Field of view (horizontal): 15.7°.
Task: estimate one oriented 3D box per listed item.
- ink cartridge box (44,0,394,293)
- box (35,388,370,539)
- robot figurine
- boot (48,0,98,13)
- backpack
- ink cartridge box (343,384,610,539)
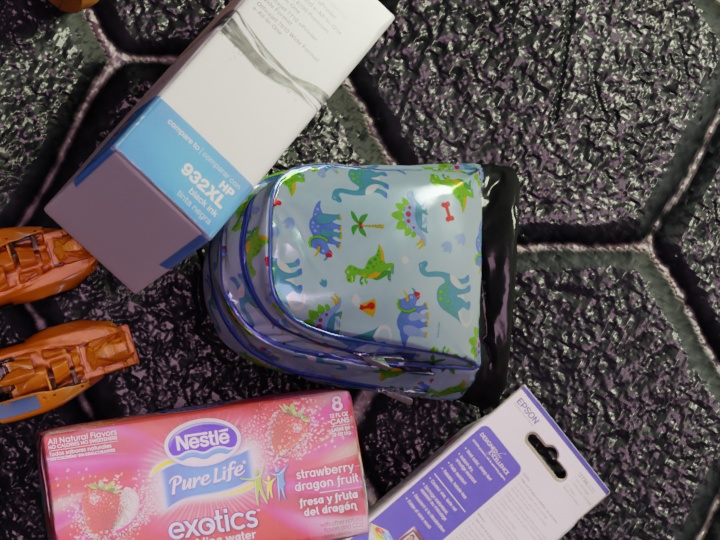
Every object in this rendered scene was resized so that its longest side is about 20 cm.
[{"bbox_3d":[-0.087,-0.097,1.619,0.084,0.145,0.200,42,64,-7],"label":"ink cartridge box"},{"bbox_3d":[-0.102,0.134,1.657,0.199,0.100,0.096,-8,89,-9],"label":"box"},{"bbox_3d":[-0.249,0.041,1.655,0.199,0.058,0.146,-18,88,-10],"label":"robot figurine"},{"bbox_3d":[-0.178,-0.263,1.637,0.070,0.144,0.202,-2,88,-11],"label":"boot"},{"bbox_3d":[0.000,0.000,1.660,0.199,0.154,0.164,5,81,-2],"label":"backpack"},{"bbox_3d":[0.059,0.174,1.716,0.200,0.037,0.095,-40,94,-7],"label":"ink cartridge box"}]
